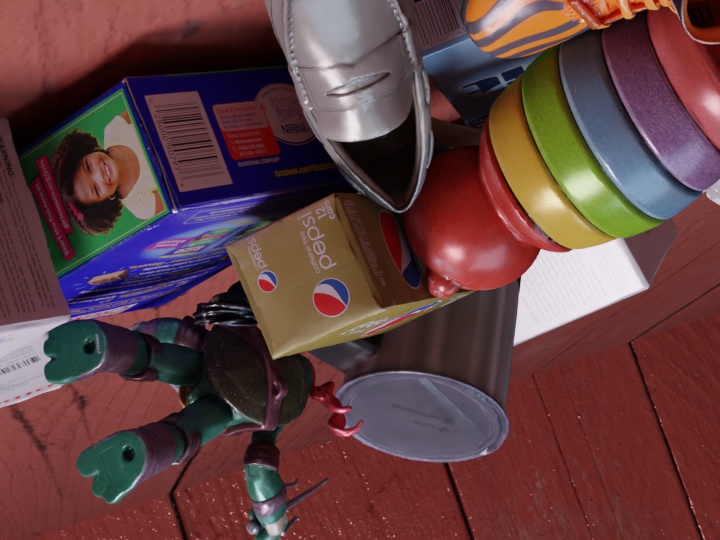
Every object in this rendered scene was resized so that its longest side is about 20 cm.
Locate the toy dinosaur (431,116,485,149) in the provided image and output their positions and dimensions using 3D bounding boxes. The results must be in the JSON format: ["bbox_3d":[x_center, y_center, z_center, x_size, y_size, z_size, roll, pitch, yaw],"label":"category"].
[{"bbox_3d":[0.086,-0.072,1.016,0.101,0.059,0.200,-19,170,21],"label":"toy dinosaur"}]

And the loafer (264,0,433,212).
[{"bbox_3d":[0.001,-0.096,0.849,0.069,0.070,0.200,-20,152,5],"label":"loafer"}]

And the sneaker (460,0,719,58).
[{"bbox_3d":[0.124,-0.135,0.806,0.077,0.113,0.200,30,132,-32],"label":"sneaker"}]

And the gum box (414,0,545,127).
[{"bbox_3d":[0.118,-0.143,0.989,0.169,0.045,0.200,-21,171,8],"label":"gum box"}]

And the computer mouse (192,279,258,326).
[{"bbox_3d":[-0.056,0.012,1.006,0.058,0.034,0.200,5,-178,6],"label":"computer mouse"}]

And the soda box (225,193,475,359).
[{"bbox_3d":[0.000,0.000,0.973,0.067,0.064,0.200,-25,174,16],"label":"soda box"}]

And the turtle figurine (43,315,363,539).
[{"bbox_3d":[-0.084,0.072,1.011,0.101,0.150,0.200,-49,154,21],"label":"turtle figurine"}]

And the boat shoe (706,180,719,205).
[{"bbox_3d":[0.245,-0.078,1.194,0.071,0.070,0.199,3,159,-45],"label":"boat shoe"}]

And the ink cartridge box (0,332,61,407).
[{"bbox_3d":[-0.266,0.042,1.127,0.143,0.084,0.200,-19,170,-7],"label":"ink cartridge box"}]

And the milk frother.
[{"bbox_3d":[0.013,0.033,1.245,0.179,0.189,0.200,17,146,-8],"label":"milk frother"}]

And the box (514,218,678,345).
[{"bbox_3d":[0.142,-0.012,1.466,0.199,0.098,0.124,-25,-169,29],"label":"box"}]

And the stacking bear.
[{"bbox_3d":[0.109,-0.058,0.921,0.199,0.122,0.113,-31,152,27],"label":"stacking bear"}]

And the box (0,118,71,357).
[{"bbox_3d":[-0.258,0.013,0.909,0.199,0.113,0.101,-27,168,39],"label":"box"}]

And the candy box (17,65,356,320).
[{"bbox_3d":[-0.117,-0.036,0.973,0.199,0.077,0.169,-29,170,38],"label":"candy box"}]
